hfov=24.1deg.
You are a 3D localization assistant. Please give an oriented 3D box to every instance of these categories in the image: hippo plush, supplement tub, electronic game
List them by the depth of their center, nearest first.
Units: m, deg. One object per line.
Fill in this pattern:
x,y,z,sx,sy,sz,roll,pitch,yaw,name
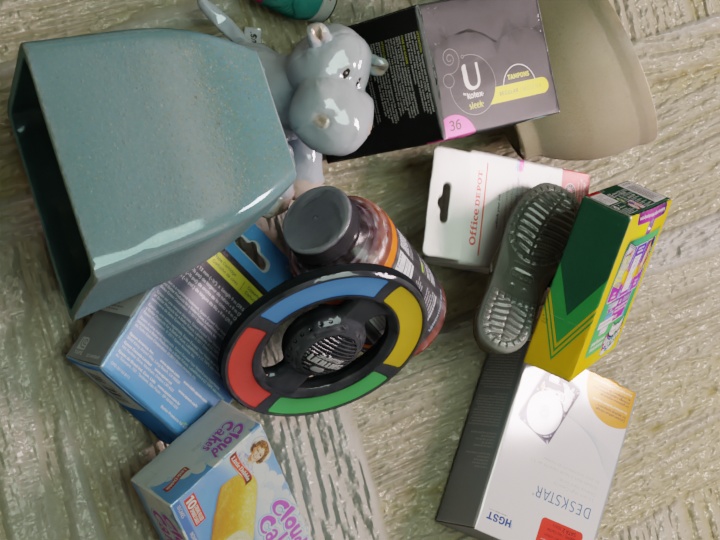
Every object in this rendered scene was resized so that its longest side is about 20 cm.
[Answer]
-0.033,0.065,1.528,0.198,0.201,0.042,3,46,-31,electronic game
-0.044,-0.158,1.557,0.159,0.160,0.202,24,58,-49,hippo plush
0.000,0.000,1.590,0.108,0.106,0.200,-63,144,-17,supplement tub

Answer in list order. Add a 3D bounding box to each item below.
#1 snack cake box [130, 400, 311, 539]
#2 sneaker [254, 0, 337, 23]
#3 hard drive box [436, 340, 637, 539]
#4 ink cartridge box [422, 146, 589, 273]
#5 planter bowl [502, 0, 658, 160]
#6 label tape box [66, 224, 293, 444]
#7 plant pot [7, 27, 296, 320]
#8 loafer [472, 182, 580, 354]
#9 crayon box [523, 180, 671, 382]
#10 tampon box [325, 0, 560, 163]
-0.117,0.235,1.539,0.115,0.067,0.201,-40,129,-25,snack cake box
-0.082,-0.343,1.610,0.120,0.083,0.203,1,89,-40,sneaker
0.185,0.194,1.754,0.155,0.077,0.202,24,77,-27,hard drive box
0.136,-0.057,1.736,0.198,0.067,0.118,10,85,-31,ink cartridge box
0.199,-0.194,1.724,0.134,0.200,0.202,-26,103,0,planter bowl
-0.157,0.042,1.546,0.143,0.066,0.201,46,64,-36,label tape box
-0.168,-0.094,1.410,0.198,0.196,0.198,-17,84,-18,plant pot
0.158,0.000,1.681,0.075,0.070,0.201,32,64,-3,loafer
0.240,0.007,1.691,0.200,0.058,0.174,-18,130,-68,crayon box
0.065,-0.187,1.616,0.149,0.199,0.128,-16,97,-33,tampon box
